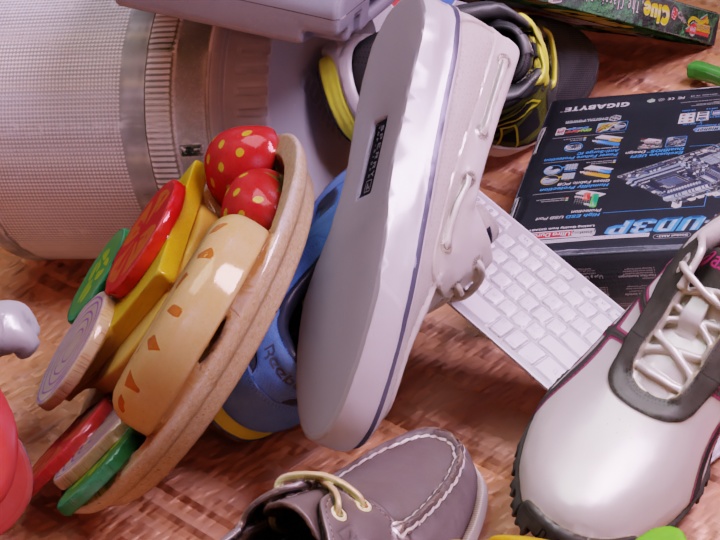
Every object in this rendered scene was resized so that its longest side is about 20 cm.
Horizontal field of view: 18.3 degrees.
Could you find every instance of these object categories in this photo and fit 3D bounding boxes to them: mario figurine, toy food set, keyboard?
[{"bbox_3d":[-0.194,0.078,1.015,0.106,0.124,0.200,3,11,-25],"label":"mario figurine"},{"bbox_3d":[-0.088,0.022,0.992,0.198,0.049,0.200,-47,20,36],"label":"toy food set"},{"bbox_3d":[0.081,0.020,0.977,0.056,0.011,0.200,-30,57,-31],"label":"keyboard"}]

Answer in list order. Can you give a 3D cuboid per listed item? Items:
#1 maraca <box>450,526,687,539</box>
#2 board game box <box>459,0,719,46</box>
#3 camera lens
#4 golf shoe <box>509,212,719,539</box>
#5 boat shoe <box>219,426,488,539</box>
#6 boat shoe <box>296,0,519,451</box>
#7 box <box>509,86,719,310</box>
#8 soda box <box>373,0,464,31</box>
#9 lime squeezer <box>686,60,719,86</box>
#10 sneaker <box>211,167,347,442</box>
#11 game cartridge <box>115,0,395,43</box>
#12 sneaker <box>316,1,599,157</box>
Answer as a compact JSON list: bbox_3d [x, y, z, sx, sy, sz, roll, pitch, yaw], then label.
[{"bbox_3d":[0.059,0.140,0.760,0.200,0.107,0.137,-19,29,-9],"label":"maraca"},{"bbox_3d":[0.102,-0.149,1.216,0.105,0.024,0.200,9,3,37],"label":"board game box"},{"bbox_3d":[-0.105,-0.085,1.166,0.200,0.160,0.160,0,32,24],"label":"camera lens"},{"bbox_3d":[0.127,0.032,0.909,0.077,0.088,0.200,30,57,19],"label":"golf shoe"},{"bbox_3d":[-0.023,0.117,0.885,0.072,0.060,0.200,16,41,42],"label":"boat shoe"},{"bbox_3d":[0.027,-0.016,0.956,0.071,0.070,0.200,-19,55,61],"label":"boat shoe"},{"bbox_3d":[0.175,-0.034,1.071,0.200,0.046,0.159,-4,31,18],"label":"box"},{"bbox_3d":[0.058,-0.186,1.346,0.200,0.070,0.063,-22,10,-12],"label":"soda box"},{"bbox_3d":[0.246,-0.087,1.155,0.200,0.038,0.071,7,5,35],"label":"lime squeezer"},{"bbox_3d":[0.000,0.000,1.042,0.078,0.066,0.200,-35,13,46],"label":"sneaker"},{"bbox_3d":[-0.032,-0.165,1.092,0.133,0.042,0.200,17,30,16],"label":"game cartridge"},{"bbox_3d":[0.070,-0.099,1.147,0.085,0.075,0.200,-16,-2,42],"label":"sneaker"}]
